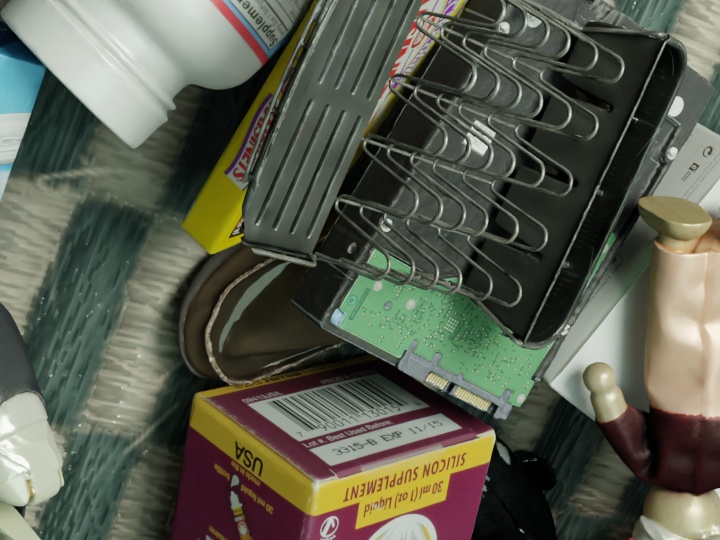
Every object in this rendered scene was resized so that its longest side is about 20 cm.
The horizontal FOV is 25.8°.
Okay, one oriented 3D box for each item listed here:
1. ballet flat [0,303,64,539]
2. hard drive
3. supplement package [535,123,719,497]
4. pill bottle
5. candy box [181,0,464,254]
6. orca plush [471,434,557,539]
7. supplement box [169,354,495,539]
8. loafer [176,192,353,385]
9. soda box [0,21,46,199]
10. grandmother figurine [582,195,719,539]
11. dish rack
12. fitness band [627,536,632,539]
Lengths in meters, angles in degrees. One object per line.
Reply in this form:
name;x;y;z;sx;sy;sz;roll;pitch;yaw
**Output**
ballet flat;-0.178;0.112;0.767;0.073;0.073;0.200;2;115;-27
hard drive;0.071;-0.038;0.760;0.140;0.038;0.200;28;93;-36
supplement package;0.186;0.025;0.883;0.200;0.111;0.156;36;95;-34
pill bottle;-0.055;-0.151;0.677;0.200;0.109;0.109;-44;125;0
candy box;-0.002;-0.095;0.710;0.102;0.026;0.200;-30;160;-53
orca plush;0.085;0.181;0.934;0.105;0.071;0.200;-14;120;-20
supplement box;-0.025;0.161;0.833;0.131;0.103;0.200;-11;121;-42
loafer;0.000;0.000;0.802;0.200;0.071;0.073;-29;124;-11
soda box;-0.207;-0.017;0.695;0.068;0.064;0.200;13;108;-31
grandmother figurine;0.172;0.066;0.786;0.121;0.061;0.200;8;111;10
dish rack;0.043;-0.053;0.659;0.200;0.055;0.154;12;104;-50
fitness band;0.133;0.233;0.959;0.200;0.037;0.144;-30;148;-32
